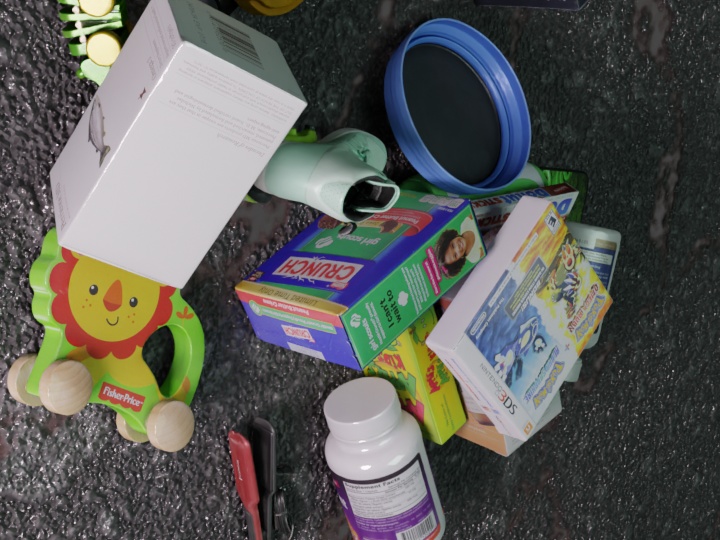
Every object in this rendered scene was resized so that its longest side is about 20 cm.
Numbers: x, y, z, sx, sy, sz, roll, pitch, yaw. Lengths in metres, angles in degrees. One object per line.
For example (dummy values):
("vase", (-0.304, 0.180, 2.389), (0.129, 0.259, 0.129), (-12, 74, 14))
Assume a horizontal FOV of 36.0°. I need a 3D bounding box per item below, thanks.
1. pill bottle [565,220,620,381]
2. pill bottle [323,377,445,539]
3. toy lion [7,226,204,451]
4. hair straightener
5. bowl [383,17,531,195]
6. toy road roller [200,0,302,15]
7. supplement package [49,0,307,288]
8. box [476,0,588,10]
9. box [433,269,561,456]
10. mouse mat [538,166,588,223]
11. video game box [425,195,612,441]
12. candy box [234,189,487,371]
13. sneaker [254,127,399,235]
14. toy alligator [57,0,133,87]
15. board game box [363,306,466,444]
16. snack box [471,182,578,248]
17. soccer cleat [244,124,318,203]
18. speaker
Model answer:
("pill bottle", (0.260, 0.036, 1.426), (0.111, 0.111, 0.200), (8, 96, -46))
("pill bottle", (0.023, 0.224, 1.253), (0.111, 0.111, 0.200), (-36, 124, -32))
("toy lion", (-0.217, 0.048, 1.008), (0.200, 0.069, 0.192), (32, 71, -45))
("hair straightener", (-0.092, 0.245, 1.195), (0.077, 0.041, 0.200), (-27, 119, -37))
("bowl", (0.107, -0.178, 1.221), (0.201, 0.039, 0.201), (14, 67, -37))
("toy road roller", (-0.101, -0.314, 0.952), (0.123, 0.146, 0.200), (-50, 131, -23))
("supplement package", (-0.155, -0.107, 0.907), (0.117, 0.117, 0.200), (22, 116, -33))
("box", (0.181, -0.397, 1.207), (0.107, 0.148, 0.200), (-46, 130, -25))
("box", (0.133, 0.089, 1.294), (0.106, 0.152, 0.200), (-32, 121, -33))
("mouse mat", (0.243, -0.037, 1.473), (0.161, 0.008, 0.200), (-1, 101, -45))
("video game box", (0.176, 0.054, 1.188), (0.200, 0.047, 0.182), (-55, 133, -17))
("candy box", (0.000, 0.000, 1.125), (0.200, 0.169, 0.077), (-43, 124, -28))
("sneaker", (-0.002, -0.084, 1.075), (0.200, 0.118, 0.074), (-18, 129, -57))
("toy alligator", (-0.223, -0.188, 0.940), (0.054, 0.059, 0.200), (-2, 117, 1))
("board game box", (0.046, 0.093, 1.245), (0.048, 0.102, 0.200), (-38, 125, -32))
("snack box", (0.169, -0.054, 1.264), (0.200, 0.024, 0.072), (-13, 133, -42))
("soccer cleat", (-0.116, -0.105, 1.056), (0.200, 0.068, 0.081), (-3, 105, -47))
("speaker", (0.132, -0.082, 1.294), (0.200, 0.088, 0.089), (-12, 110, -43))
